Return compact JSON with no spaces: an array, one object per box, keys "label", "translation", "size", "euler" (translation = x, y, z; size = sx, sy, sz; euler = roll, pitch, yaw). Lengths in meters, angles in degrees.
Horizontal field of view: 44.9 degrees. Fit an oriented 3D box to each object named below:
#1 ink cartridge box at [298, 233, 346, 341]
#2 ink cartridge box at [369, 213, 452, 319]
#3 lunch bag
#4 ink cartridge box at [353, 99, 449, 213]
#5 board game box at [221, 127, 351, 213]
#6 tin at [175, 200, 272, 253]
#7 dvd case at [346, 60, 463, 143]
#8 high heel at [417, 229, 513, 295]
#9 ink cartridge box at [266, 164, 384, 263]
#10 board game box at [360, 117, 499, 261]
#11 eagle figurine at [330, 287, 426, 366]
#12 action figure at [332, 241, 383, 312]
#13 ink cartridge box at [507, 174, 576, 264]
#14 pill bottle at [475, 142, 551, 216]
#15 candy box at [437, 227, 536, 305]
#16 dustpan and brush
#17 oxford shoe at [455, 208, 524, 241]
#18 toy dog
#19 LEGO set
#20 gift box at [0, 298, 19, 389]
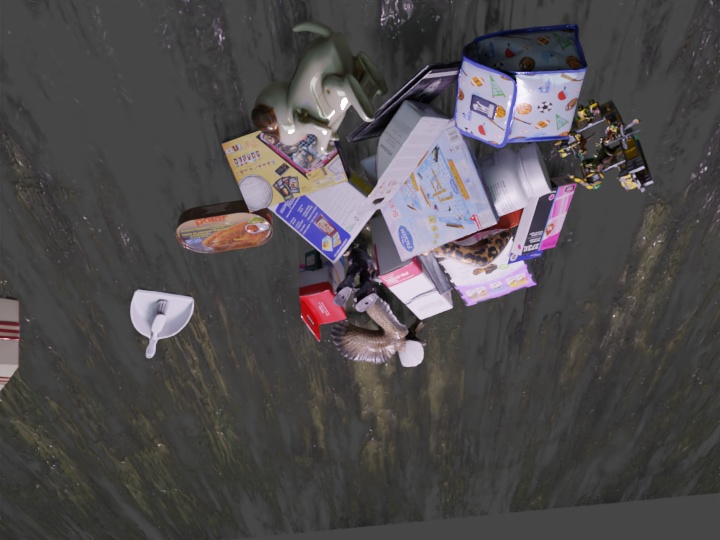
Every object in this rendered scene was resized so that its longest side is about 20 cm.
[{"label":"ink cartridge box","translation":[-0.077,0.025,1.768],"size":[0.066,0.204,0.117],"euler":[-12,146,13]},{"label":"ink cartridge box","translation":[0.106,-0.013,1.786],"size":[0.083,0.147,0.200],"euler":[-22,142,20]},{"label":"lunch bag","translation":[0.254,-0.296,1.421],"size":[0.194,0.126,0.172],"euler":[-2,146,-2]},{"label":"ink cartridge box","translation":[0.059,-0.192,1.478],"size":[0.201,0.047,0.160],"euler":[-53,169,19]},{"label":"board game box","translation":[-0.130,-0.196,1.533],"size":[0.196,0.035,0.138],"euler":[-15,111,15]},{"label":"tin","translation":[-0.268,-0.087,1.719],"size":[0.195,0.043,0.113],"euler":[-7,149,10]},{"label":"dvd case","translation":[0.081,-0.281,1.443],"size":[0.199,0.016,0.148],"euler":[-36,173,36]},{"label":"high heel","translation":[0.196,-0.066,1.687],"size":[0.198,0.144,0.071],"euler":[-34,-171,-13]},{"label":"ink cartridge box","translation":[-0.077,-0.136,1.635],"size":[0.199,0.047,0.198],"euler":[41,140,0]},{"label":"board game box","translation":[0.126,-0.147,1.583],"size":[0.196,0.041,0.204],"euler":[-20,99,22]},{"label":"eagle figurine","translation":[0.049,0.138,2.019],"size":[0.197,0.156,0.149],"euler":[16,161,-36]},{"label":"action figure","translation":[0.000,0.000,1.754],"size":[0.128,0.202,0.070],"euler":[26,124,-12]},{"label":"ink cartridge box","translation":[0.359,-0.092,1.738],"size":[0.093,0.037,0.203],"euler":[-13,135,-27]},{"label":"pill bottle","translation":[0.249,-0.158,1.628],"size":[0.196,0.116,0.113],"euler":[-19,144,20]},{"label":"candy box","translation":[0.269,-0.022,1.863],"size":[0.164,0.073,0.200],"euler":[-18,144,17]},{"label":"dustpan and brush","translation":[-0.465,0.130,1.989],"size":[0.136,0.058,0.201],"euler":[9,143,-20]},{"label":"oxford shoe","translation":[0.254,-0.113,1.754],"size":[0.195,0.073,0.073],"euler":[-15,-173,-3]},{"label":"toy dog","translation":[-0.085,-0.276,1.395],"size":[0.197,0.141,0.194],"euler":[-26,123,29]},{"label":"LEGO set","translation":[0.446,-0.203,1.585],"size":[0.151,0.118,0.200],"euler":[-19,143,19]},{"label":"gift box","translation":[-0.841,0.143,1.862],"size":[0.184,0.188,0.200],"euler":[10,141,-36]}]
